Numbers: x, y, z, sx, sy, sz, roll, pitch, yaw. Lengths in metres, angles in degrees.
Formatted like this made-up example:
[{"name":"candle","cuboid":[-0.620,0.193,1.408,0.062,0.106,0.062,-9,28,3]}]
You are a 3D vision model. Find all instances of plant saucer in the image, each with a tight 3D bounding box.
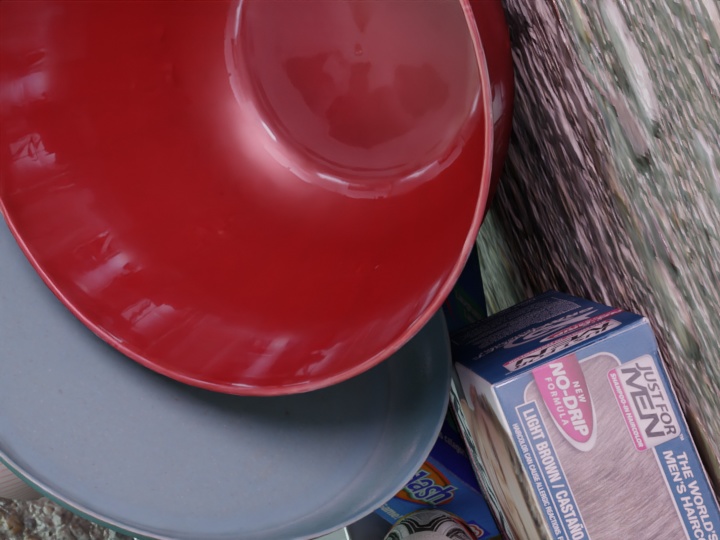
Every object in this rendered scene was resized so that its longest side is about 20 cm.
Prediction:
[{"name":"plant saucer","cuboid":[-0.065,0.020,0.904,0.200,0.200,0.027,66,147,30]}]

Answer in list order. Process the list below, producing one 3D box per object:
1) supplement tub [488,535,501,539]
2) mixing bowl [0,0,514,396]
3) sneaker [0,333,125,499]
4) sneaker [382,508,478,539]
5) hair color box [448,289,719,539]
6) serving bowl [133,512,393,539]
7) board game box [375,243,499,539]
[{"name":"supplement tub","cuboid":[0.044,0.143,1.234,0.145,0.145,0.200,93,155,-82]},{"name":"mixing bowl","cuboid":[-0.024,-0.068,0.867,0.108,0.200,0.201,-29,-82,-60]},{"name":"sneaker","cuboid":[-0.100,0.025,1.008,0.075,0.105,0.200,59,-153,-13]},{"name":"sneaker","cuboid":[0.039,0.189,1.032,0.082,0.078,0.200,-83,-8,-65]},{"name":"hair color box","cuboid":[0.077,0.067,0.923,0.200,0.060,0.100,-159,47,-85]},{"name":"serving bowl","cuboid":[-0.033,0.104,1.137,0.200,0.066,0.201,31,130,46]},{"name":"board game box","cuboid":[0.000,0.000,1.057,0.152,0.045,0.200,39,-146,-46]}]
